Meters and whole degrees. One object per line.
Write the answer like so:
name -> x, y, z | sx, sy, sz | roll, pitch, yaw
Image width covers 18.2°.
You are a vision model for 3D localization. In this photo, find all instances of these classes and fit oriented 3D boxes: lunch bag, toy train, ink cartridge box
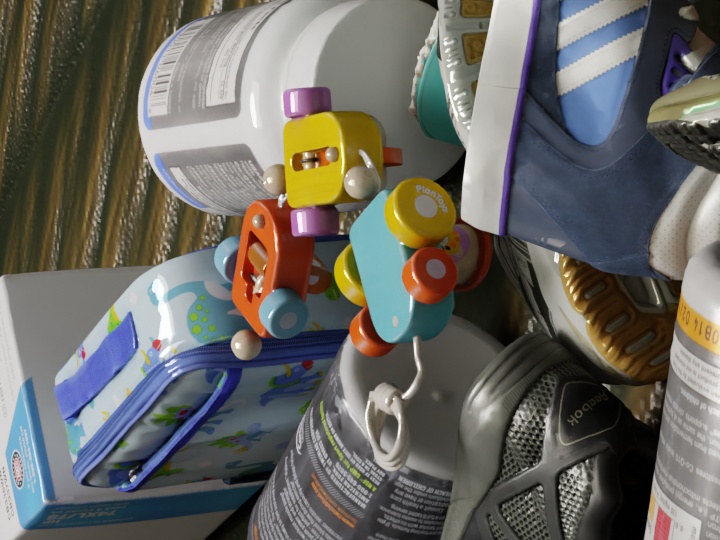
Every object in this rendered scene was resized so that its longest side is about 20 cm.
lunch bag -> -0.073, 0.054, 1.216 | 0.200, 0.160, 0.083 | -44, 55, 53
toy train -> 0.000, 0.000, 1.033 | 0.200, 0.055, 0.151 | 42, 130, 52
ink cartridge box -> -0.173, 0.106, 1.405 | 0.200, 0.145, 0.147 | -46, 53, 54

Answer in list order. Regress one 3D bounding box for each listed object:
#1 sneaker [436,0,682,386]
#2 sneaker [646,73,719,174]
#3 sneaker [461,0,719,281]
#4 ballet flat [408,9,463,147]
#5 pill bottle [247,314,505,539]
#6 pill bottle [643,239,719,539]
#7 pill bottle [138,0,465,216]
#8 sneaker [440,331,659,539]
sneaker -> 0.076, -0.038, 0.988 | 0.201, 0.075, 0.088 | 68, 160, 2
sneaker -> 0.192, -0.087, 0.799 | 0.199, 0.077, 0.089 | -17, 55, 39
sneaker -> 0.128, -0.096, 0.900 | 0.081, 0.146, 0.201 | 16, -94, -81
ballet flat -> 0.086, -0.139, 1.016 | 0.200, 0.071, 0.072 | -60, 43, 42
pill bottle -> 0.006, 0.118, 1.133 | 0.200, 0.106, 0.107 | -61, 42, 45
pill bottle -> 0.163, 0.095, 0.832 | 0.116, 0.116, 0.201 | 34, 121, 56
pill bottle -> -0.029, -0.086, 1.169 | 0.200, 0.113, 0.114 | 1, 94, 61
sneaker -> 0.096, 0.128, 0.997 | 0.114, 0.076, 0.200 | 38, 143, 29
